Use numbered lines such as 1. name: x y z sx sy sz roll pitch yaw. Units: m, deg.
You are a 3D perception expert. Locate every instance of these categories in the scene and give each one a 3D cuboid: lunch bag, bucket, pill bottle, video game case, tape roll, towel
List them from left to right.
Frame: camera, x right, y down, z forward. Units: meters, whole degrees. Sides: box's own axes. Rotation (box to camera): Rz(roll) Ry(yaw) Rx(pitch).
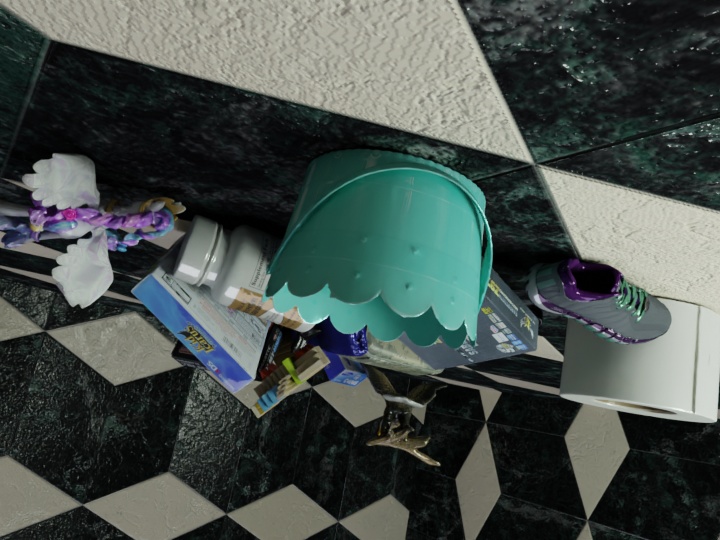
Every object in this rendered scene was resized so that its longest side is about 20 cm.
1. video game case: -0.222 0.056 0.871 0.200 0.045 0.181 50 -166 -16
2. pill bottle: -0.146 0.002 0.816 0.199 0.115 0.114 22 165 -21
3. towel: -0.063 0.065 1.003 0.049 0.149 0.199 -22 -168 -33
4. lunch bag: 0.038 0.110 1.076 0.199 0.141 0.167 17 160 -32
5. bucket: 0.021 -0.014 0.554 0.205 0.136 0.207 10 168 2
6. tape roll: 0.391 0.125 0.836 0.201 0.140 0.203 11 167 2

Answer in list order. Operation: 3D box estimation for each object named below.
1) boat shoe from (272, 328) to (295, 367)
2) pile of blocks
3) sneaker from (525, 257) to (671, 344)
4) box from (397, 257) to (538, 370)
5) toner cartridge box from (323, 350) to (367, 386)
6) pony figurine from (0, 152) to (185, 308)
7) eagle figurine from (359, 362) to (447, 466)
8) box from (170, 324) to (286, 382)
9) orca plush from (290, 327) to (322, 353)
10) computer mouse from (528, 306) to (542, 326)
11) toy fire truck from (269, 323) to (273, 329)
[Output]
1. boat shoe: -0.137 0.129 1.151 0.072 0.201 0.065 -27 137 3
2. pile of blocks: -0.138 0.182 1.001 0.200 0.062 0.082 -41 170 27
3. sneaker: 0.296 0.036 0.690 0.199 0.075 0.088 15 162 -14
4. box: 0.102 0.045 0.732 0.157 0.051 0.200 -18 132 38
5. toner cartridge box: -0.062 0.131 1.184 0.043 0.201 0.095 -39 149 15
6. pony figurine: -0.335 -0.061 0.703 0.198 0.168 0.193 4 -162 17
7. eagle figurine: 0.066 0.234 1.051 0.150 0.201 0.152 -25 117 24
8. box: -0.237 0.100 1.139 0.199 0.200 0.050 6 148 26
9. orca plush: -0.137 0.051 0.918 0.104 0.071 0.201 -10 118 14
10. computer mouse: 0.197 0.078 1.001 0.198 0.044 0.110 15 144 5
11. toy fire truck: -0.218 0.025 1.012 0.199 0.112 0.168 31 138 -6
